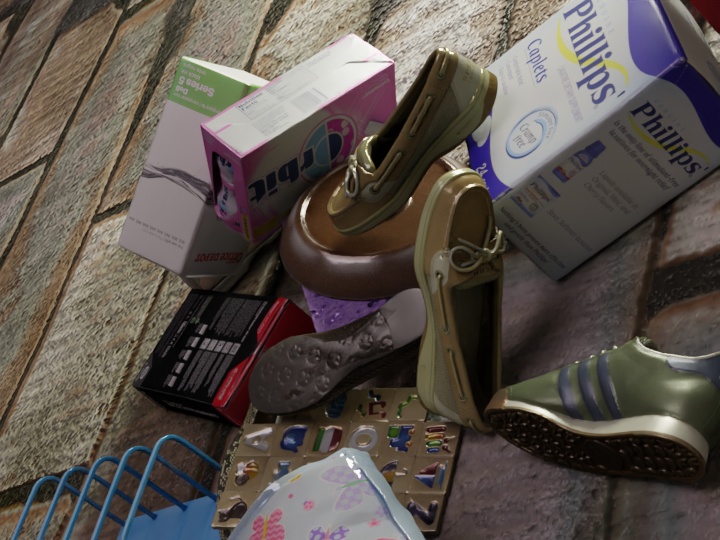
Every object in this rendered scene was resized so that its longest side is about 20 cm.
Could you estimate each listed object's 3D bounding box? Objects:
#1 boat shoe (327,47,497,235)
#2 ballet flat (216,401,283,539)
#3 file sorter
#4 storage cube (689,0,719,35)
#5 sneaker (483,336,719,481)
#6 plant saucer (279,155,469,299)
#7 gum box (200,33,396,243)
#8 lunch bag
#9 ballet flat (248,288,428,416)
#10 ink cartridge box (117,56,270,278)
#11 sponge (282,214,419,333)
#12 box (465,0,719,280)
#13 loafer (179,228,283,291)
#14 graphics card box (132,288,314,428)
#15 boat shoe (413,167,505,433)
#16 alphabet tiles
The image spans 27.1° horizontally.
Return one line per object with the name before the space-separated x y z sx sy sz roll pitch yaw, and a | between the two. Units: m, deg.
boat shoe | 0.029 -0.107 1.247 0.201 0.063 0.073 -41 31 38
ballet flat | -0.078 0.151 1.294 0.075 0.068 0.201 124 165 -46
file sorter | -0.206 0.242 1.321 0.199 0.123 0.139 -22 40 40
storage cube | 0.321 -0.326 1.187 0.199 0.180 0.172 -21 40 43
sneaker | 0.178 0.088 1.029 0.200 0.067 0.090 1 49 55
plant saucer | 0.020 -0.052 1.348 0.199 0.032 0.201 -10 40 9
gum box | -0.058 -0.124 1.425 0.200 0.114 0.066 -34 53 -25
lunch bag | -0.023 0.246 1.040 0.200 0.127 0.170 -55 37 10
ballet flat | -0.008 0.069 1.226 0.199 0.046 0.068 -29 66 27
ink cartridge box | -0.149 -0.101 1.506 0.084 0.145 0.201 24 99 18
sponge | 0.000 0.000 1.342 0.111 0.030 0.200 -19 38 -1
box | 0.190 -0.127 1.214 0.200 0.105 0.184 -37 32 21
loafer | -0.121 -0.057 1.612 0.200 0.063 0.072 -50 28 1
graphics card box | -0.138 0.085 1.483 0.200 0.051 0.126 4 59 55
boat shoe | 0.083 0.023 1.135 0.063 0.073 0.202 23 115 46
alphabet tiles | -0.019 0.164 1.195 0.199 0.006 0.167 -4 50 26
